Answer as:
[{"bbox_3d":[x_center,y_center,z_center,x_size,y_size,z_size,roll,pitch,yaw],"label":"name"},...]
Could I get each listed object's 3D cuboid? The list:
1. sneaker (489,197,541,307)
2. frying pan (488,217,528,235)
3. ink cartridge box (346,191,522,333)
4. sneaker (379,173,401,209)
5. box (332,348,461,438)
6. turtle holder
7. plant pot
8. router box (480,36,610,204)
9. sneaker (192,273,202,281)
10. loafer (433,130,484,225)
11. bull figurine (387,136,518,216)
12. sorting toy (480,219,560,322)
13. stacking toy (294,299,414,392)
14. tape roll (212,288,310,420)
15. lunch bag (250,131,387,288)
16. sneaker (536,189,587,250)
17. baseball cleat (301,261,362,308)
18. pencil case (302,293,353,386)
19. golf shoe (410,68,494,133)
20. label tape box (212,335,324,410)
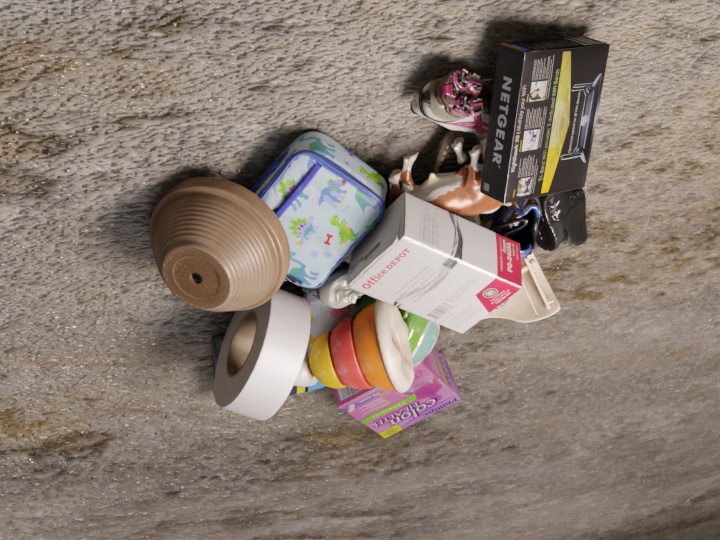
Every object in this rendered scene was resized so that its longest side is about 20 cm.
[{"bbox_3d":[0.214,-0.031,1.415,0.074,0.079,0.202,3,116,-15],"label":"sneaker"},{"bbox_3d":[0.163,-0.028,1.402,0.188,0.031,0.116,8,131,37],"label":"frying pan"},{"bbox_3d":[0.101,-0.008,1.335,0.198,0.084,0.145,23,141,-22],"label":"ink cartridge box"},{"bbox_3d":[0.040,-0.079,1.434,0.199,0.060,0.104,13,130,-42],"label":"sneaker"},{"bbox_3d":[0.063,0.207,1.804,0.175,0.097,0.200,-29,145,13],"label":"box"},{"bbox_3d":[0.067,0.075,1.611,0.140,0.188,0.131,-5,161,44],"label":"turtle holder"},{"bbox_3d":[-0.200,-0.015,1.291,0.198,0.093,0.203,9,125,12],"label":"plant pot"},{"bbox_3d":[0.242,-0.199,1.274,0.156,0.052,0.202,-12,119,-34],"label":"router box"},{"bbox_3d":[-0.167,-0.001,1.441,0.198,0.067,0.091,-2,146,-18],"label":"sneaker"},{"bbox_3d":[0.139,-0.126,1.415,0.075,0.069,0.202,-8,128,-6],"label":"loafer"},{"bbox_3d":[0.128,-0.116,1.336,0.198,0.065,0.122,-19,125,0],"label":"bull figurine"},{"bbox_3d":[0.194,0.004,1.544,0.179,0.107,0.201,-27,120,6],"label":"sorting toy"},{"bbox_3d":[-0.027,0.130,1.469,0.198,0.148,0.146,-14,147,14],"label":"stacking toy"},{"bbox_3d":[-0.154,0.124,1.485,0.070,0.204,0.203,21,131,-23],"label":"tape roll"},{"bbox_3d":[-0.073,-0.081,1.325,0.160,0.083,0.200,35,122,-18],"label":"lunch bag"},{"bbox_3d":[0.304,-0.112,1.501,0.104,0.060,0.201,-39,126,-33],"label":"sneaker"},{"bbox_3d":[0.000,0.000,1.445,0.199,0.106,0.071,-14,115,-42],"label":"baseball cleat"},{"bbox_3d":[-0.068,0.087,1.537,0.090,0.083,0.201,-11,132,-59],"label":"pencil case"},{"bbox_3d":[0.157,-0.222,1.302,0.198,0.074,0.092,7,169,-39],"label":"golf shoe"},{"bbox_3d":[-0.152,0.160,1.666,0.198,0.067,0.144,-12,145,-15],"label":"label tape box"}]
